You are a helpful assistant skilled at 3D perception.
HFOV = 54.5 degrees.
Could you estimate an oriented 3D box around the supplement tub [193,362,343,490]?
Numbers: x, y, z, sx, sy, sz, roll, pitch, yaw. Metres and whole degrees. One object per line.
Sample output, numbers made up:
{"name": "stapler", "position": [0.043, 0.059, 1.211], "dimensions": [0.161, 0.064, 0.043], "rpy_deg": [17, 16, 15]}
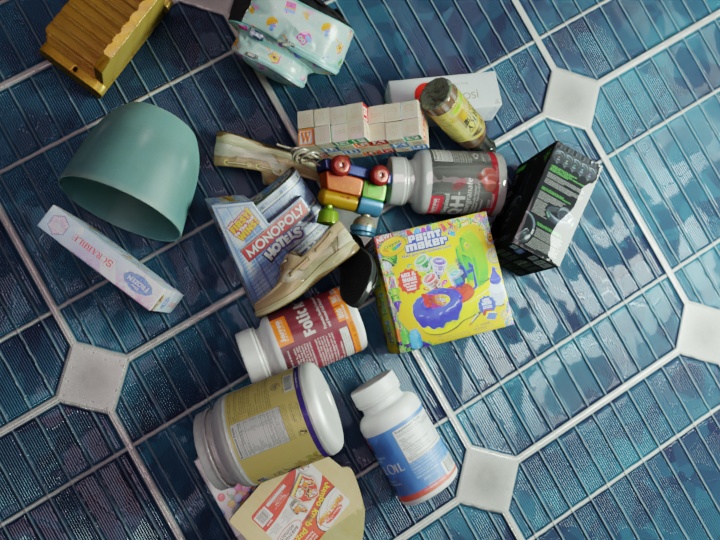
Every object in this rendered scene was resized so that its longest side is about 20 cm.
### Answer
{"name": "supplement tub", "position": [-0.139, 0.241, 1.070], "dimensions": [0.197, 0.145, 0.147], "rpy_deg": [-22, 88, 4]}

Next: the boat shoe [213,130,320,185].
{"name": "boat shoe", "position": [-0.155, -0.180, 1.199], "dimensions": [0.197, 0.074, 0.067], "rpy_deg": [17, 98, -6]}

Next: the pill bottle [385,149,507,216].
{"name": "pill bottle", "position": [0.145, -0.152, 1.211], "dimensions": [0.197, 0.111, 0.113], "rpy_deg": [1, 84, -7]}

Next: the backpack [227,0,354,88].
{"name": "backpack", "position": [-0.115, -0.391, 1.169], "dimensions": [0.197, 0.176, 0.156], "rpy_deg": [16, 100, -7]}

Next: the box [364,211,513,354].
{"name": "box", "position": [0.127, 0.023, 1.187], "dimensions": [0.197, 0.122, 0.196], "rpy_deg": [-14, 86, -9]}

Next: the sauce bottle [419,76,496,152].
{"name": "sauce bottle", "position": [0.174, -0.252, 1.195], "dimensions": [0.064, 0.199, 0.066], "rpy_deg": [-14, 64, 31]}

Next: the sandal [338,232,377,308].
{"name": "sandal", "position": [0.001, -0.001, 1.143], "dimensions": [0.048, 0.201, 0.075], "rpy_deg": [35, 109, -23]}

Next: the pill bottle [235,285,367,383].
{"name": "pill bottle", "position": [-0.098, 0.112, 1.151], "dimensions": [0.198, 0.114, 0.116], "rpy_deg": [-22, 88, -10]}

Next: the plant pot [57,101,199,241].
{"name": "plant pot", "position": [-0.347, -0.164, 1.110], "dimensions": [0.198, 0.201, 0.163], "rpy_deg": [22, 71, -5]}

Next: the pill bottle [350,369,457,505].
{"name": "pill bottle", "position": [0.067, 0.273, 1.160], "dimensions": [0.111, 0.112, 0.202], "rpy_deg": [-30, 88, -9]}

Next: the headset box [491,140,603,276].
{"name": "headset box", "position": [0.306, -0.106, 1.195], "dimensions": [0.092, 0.174, 0.202], "rpy_deg": [27, 83, -5]}

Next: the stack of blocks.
{"name": "stack of blocks", "position": [0.007, -0.233, 1.162], "dimensions": [0.197, 0.115, 0.060], "rpy_deg": [-4, 85, 16]}

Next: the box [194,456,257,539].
{"name": "box", "position": [-0.158, 0.358, 1.158], "dimensions": [0.155, 0.041, 0.202], "rpy_deg": [-30, 88, -10]}

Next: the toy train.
{"name": "toy train", "position": [-0.053, -0.126, 1.141], "dimensions": [0.197, 0.084, 0.118], "rpy_deg": [11, 85, -21]}

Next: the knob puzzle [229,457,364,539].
{"name": "knob puzzle", "position": [-0.080, 0.398, 1.129], "dimensions": [0.216, 0.030, 0.224], "rpy_deg": [1, 82, -10]}

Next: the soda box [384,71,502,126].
{"name": "soda box", "position": [0.145, -0.301, 1.245], "dimensions": [0.197, 0.064, 0.069], "rpy_deg": [-7, 78, -9]}

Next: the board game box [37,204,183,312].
{"name": "board game box", "position": [-0.376, -0.010, 1.083], "dimensions": [0.199, 0.200, 0.041], "rpy_deg": [37, 83, -2]}

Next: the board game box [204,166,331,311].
{"name": "board game box", "position": [-0.151, -0.066, 1.148], "dimensions": [0.199, 0.062, 0.201], "rpy_deg": [-41, 118, -9]}

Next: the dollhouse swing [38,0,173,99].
{"name": "dollhouse swing", "position": [-0.419, -0.411, 1.127], "dimensions": [0.181, 0.176, 0.201], "rpy_deg": [36, 82, -3]}

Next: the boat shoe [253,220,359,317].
{"name": "boat shoe", "position": [-0.097, -0.001, 1.121], "dimensions": [0.199, 0.071, 0.065], "rpy_deg": [-37, 92, 0]}
